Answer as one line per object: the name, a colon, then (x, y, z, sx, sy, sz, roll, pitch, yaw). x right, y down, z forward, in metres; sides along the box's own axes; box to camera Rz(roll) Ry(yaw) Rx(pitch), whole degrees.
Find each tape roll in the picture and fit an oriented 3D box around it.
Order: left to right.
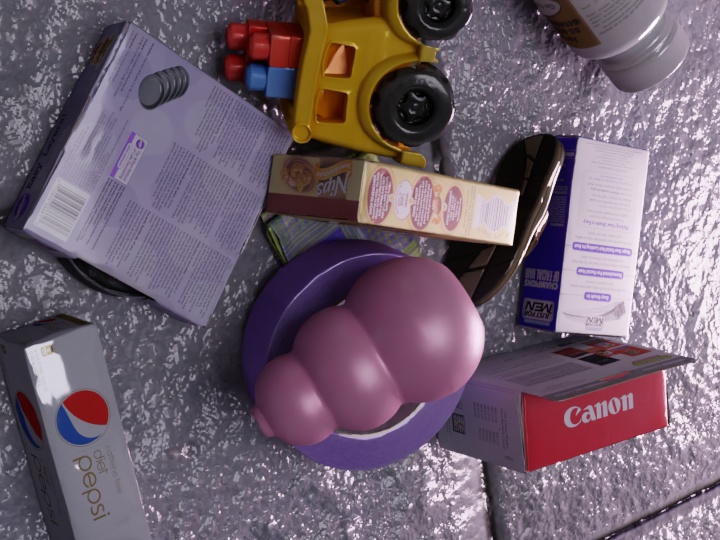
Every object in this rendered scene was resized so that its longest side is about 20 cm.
tape roll: (-0.002, 0.075, 1.187, 0.200, 0.066, 0.200, -5, 104, -23)

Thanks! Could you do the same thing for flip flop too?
flip flop: (0.150, -0.045, 1.311, 0.058, 0.081, 0.200, 49, 62, -44)

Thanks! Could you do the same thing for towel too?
towel: (0.000, 0.000, 1.233, 0.144, 0.023, 0.200, -36, 115, -26)

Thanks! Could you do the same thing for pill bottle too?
pill bottle: (0.240, -0.277, 1.317, 0.200, 0.114, 0.114, 45, 70, -30)

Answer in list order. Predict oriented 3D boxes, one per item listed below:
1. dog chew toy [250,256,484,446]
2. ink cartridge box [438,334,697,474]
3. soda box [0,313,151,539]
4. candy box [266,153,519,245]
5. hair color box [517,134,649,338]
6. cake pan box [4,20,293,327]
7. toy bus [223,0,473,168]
dog chew toy: (0.001, 0.075, 1.091, 0.200, 0.125, 0.125, -32, 114, -6)
ink cartridge box: (0.204, 0.130, 1.298, 0.200, 0.176, 0.084, -11, 101, -33)
soda box: (-0.228, 0.139, 1.057, 0.064, 0.068, 0.200, -21, 107, -32)
candy box: (0.031, -0.061, 1.151, 0.200, 0.115, 0.055, 7, 90, -45)
hair color box: (0.232, -0.034, 1.369, 0.109, 0.065, 0.200, 6, 90, -36)
cake pan box: (-0.169, -0.073, 1.088, 0.184, 0.052, 0.200, 30, 78, -32)
toy bus: (-0.015, -0.202, 1.115, 0.192, 0.136, 0.200, 7, 112, -11)
